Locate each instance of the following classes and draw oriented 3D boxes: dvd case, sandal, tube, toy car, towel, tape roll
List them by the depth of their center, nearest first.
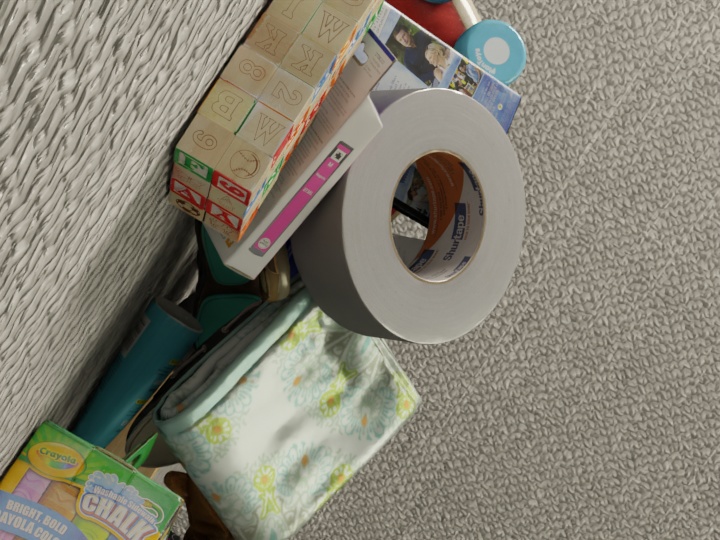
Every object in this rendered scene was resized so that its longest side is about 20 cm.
[{"bbox_3d":[0.040,-0.044,1.185,0.066,0.200,0.200,5,-123,48],"label":"tape roll"},{"bbox_3d":[-0.055,-0.064,1.210,0.080,0.054,0.200,94,-5,-58],"label":"sandal"},{"bbox_3d":[-0.054,0.112,1.210,0.200,0.171,0.048,-42,-148,-18],"label":"towel"},{"bbox_3d":[0.039,-0.125,1.236,0.018,0.200,0.143,13,-103,53],"label":"dvd case"},{"bbox_3d":[-0.211,0.115,1.273,0.200,0.050,0.077,-54,173,8],"label":"tube"},{"bbox_3d":[0.014,-0.187,1.363,0.200,0.177,0.184,-30,-176,-17],"label":"toy car"}]

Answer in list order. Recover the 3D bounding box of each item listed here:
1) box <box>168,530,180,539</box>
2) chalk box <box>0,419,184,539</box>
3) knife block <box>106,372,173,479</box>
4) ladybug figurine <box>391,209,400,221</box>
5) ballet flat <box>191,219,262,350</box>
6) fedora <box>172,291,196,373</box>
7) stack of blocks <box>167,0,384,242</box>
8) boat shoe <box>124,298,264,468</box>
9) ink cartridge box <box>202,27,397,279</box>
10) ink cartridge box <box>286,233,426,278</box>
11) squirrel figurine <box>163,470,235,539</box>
[{"bbox_3d":[-0.259,0.276,1.347,0.132,0.115,0.200,-52,179,3],"label":"box"},{"bbox_3d":[-0.217,0.201,1.110,0.200,0.124,0.124,-60,179,-32],"label":"chalk box"},{"bbox_3d":[-0.186,0.103,1.576,0.200,0.064,0.176,-58,178,-39],"label":"knife block"},{"bbox_3d":[-0.030,-0.083,1.303,0.200,0.136,0.072,-33,-176,32],"label":"ladybug figurine"},{"bbox_3d":[-0.108,0.002,1.285,0.068,0.068,0.200,-88,-175,-48],"label":"ballet flat"},{"bbox_3d":[-0.131,0.083,1.413,0.090,0.200,0.177,-27,149,-15],"label":"fedora"},{"bbox_3d":[-0.055,-0.129,1.035,0.200,0.059,0.115,-59,180,-18],"label":"stack of blocks"},{"bbox_3d":[-0.122,0.095,1.277,0.200,0.067,0.057,-40,-153,18],"label":"boat shoe"},{"bbox_3d":[-0.045,-0.096,1.123,0.200,0.037,0.095,-51,-142,14],"label":"ink cartridge box"},{"bbox_3d":[0.000,0.000,1.302,0.099,0.200,0.039,122,-23,-62],"label":"ink cartridge box"},{"bbox_3d":[-0.112,0.255,1.289,0.200,0.141,0.187,-84,174,-69],"label":"squirrel figurine"}]
